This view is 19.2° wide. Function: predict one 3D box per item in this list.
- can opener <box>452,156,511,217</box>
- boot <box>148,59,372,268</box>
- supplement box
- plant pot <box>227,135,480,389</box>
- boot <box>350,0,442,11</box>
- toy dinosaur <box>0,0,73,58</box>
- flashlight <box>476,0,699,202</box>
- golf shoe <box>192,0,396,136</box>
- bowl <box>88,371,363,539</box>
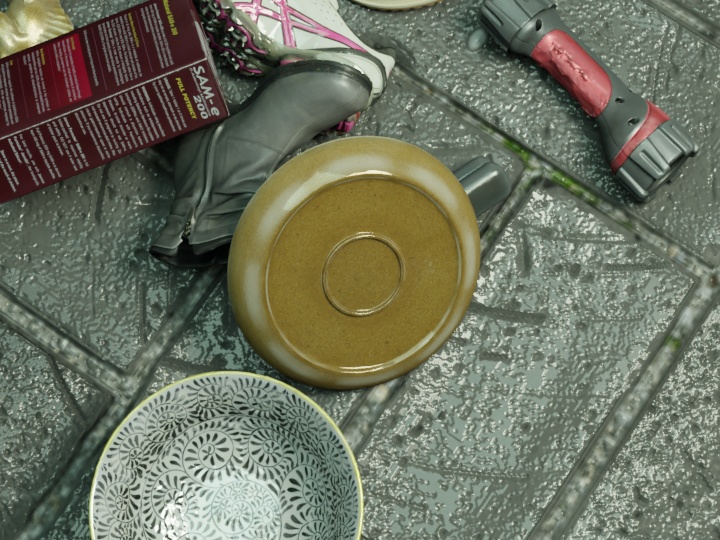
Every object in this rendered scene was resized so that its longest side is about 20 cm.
[{"bbox_3d":[0.033,-0.013,1.648,0.200,0.053,0.067,-39,111,-5],"label":"can opener"},{"bbox_3d":[-0.072,-0.072,1.606,0.199,0.070,0.133,-21,52,42],"label":"boot"},{"bbox_3d":[-0.208,-0.133,1.626,0.198,0.061,0.109,-21,40,1],"label":"supplement box"},{"bbox_3d":[0.000,0.000,1.590,0.198,0.027,0.202,-6,110,-16],"label":"plant pot"},{"bbox_3d":[-0.013,-0.267,1.680,0.198,0.107,0.076,16,75,5],"label":"boot"},{"bbox_3d":[-0.281,-0.186,1.697,0.100,0.058,0.201,26,78,8],"label":"toy dinosaur"},{"bbox_3d":[0.173,-0.143,1.659,0.068,0.068,0.200,-41,79,-13],"label":"flashlight"},{"bbox_3d":[-0.065,-0.193,1.688,0.199,0.073,0.092,38,62,5],"label":"golf shoe"},{"bbox_3d":[-0.095,0.182,1.574,0.199,0.094,0.203,-1,75,2],"label":"bowl"}]
